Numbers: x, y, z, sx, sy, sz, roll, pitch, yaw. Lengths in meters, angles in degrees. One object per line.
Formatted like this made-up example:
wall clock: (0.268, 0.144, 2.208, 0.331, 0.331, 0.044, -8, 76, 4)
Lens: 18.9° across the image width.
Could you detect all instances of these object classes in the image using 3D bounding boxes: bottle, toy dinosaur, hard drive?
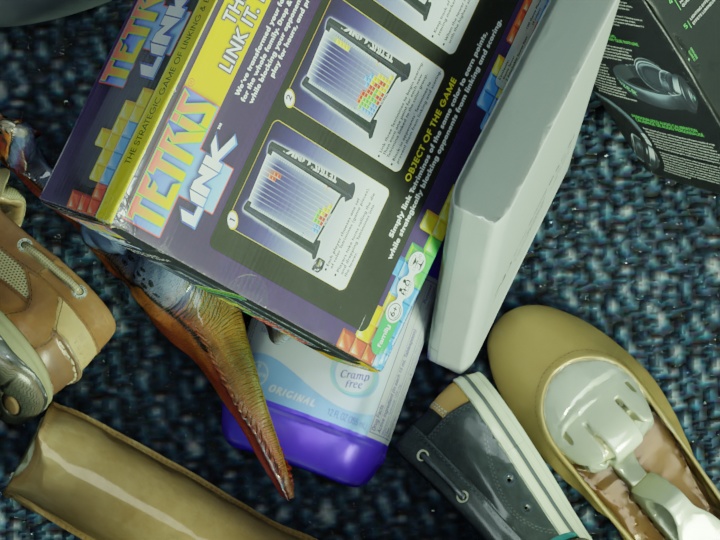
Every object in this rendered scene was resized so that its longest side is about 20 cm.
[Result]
bottle: (0.000, 0.000, 1.039, 0.083, 0.065, 0.201, 19, 84, 8)
toy dinosaur: (-0.106, -0.010, 0.999, 0.181, 0.105, 0.201, 5, 80, 35)
hard drive: (0.071, -0.043, 0.971, 0.027, 0.200, 0.132, 25, 71, 7)

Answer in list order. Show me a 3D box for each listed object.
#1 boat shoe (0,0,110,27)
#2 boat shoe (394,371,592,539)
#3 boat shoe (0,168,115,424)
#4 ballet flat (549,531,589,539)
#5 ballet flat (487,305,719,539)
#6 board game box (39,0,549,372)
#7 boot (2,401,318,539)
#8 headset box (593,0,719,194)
boat shoe: (-0.107, -0.181, 1.044, 0.199, 0.074, 0.068, -26, 85, -9)
boat shoe: (0.085, 0.145, 1.033, 0.062, 0.075, 0.200, -32, 82, -5)
boat shoe: (-0.191, -0.015, 1.012, 0.074, 0.076, 0.200, -35, 68, -24)
ballet flat: (0.061, 0.196, 0.976, 0.067, 0.200, 0.071, -6, 57, -40)
ballet flat: (0.138, 0.095, 1.045, 0.069, 0.063, 0.200, -40, 89, -7)
board game box: (-0.018, -0.080, 0.892, 0.165, 0.057, 0.201, 31, 82, -41)
boot: (-0.063, 0.126, 0.973, 0.200, 0.175, 0.066, 30, 71, -5)
headset box: (0.166, -0.165, 0.997, 0.174, 0.093, 0.200, -50, 126, -14)
